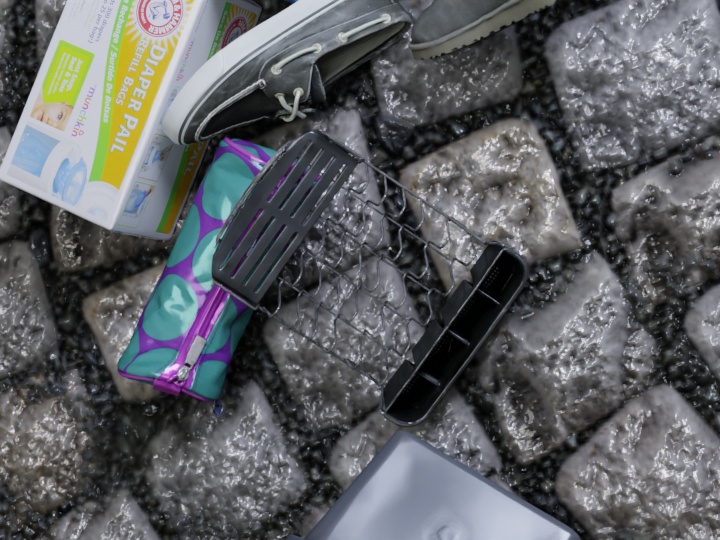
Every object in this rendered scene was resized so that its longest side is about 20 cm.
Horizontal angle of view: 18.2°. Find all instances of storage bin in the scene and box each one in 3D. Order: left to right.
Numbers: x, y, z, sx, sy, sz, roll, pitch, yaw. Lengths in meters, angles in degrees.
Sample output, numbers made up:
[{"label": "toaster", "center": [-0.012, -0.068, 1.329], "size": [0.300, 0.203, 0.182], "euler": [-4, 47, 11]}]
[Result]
[{"label": "storage bin", "center": [0.059, 0.218, 1.594], "size": [0.200, 0.146, 0.134], "euler": [30, 70, 21]}]

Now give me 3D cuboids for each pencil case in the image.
[{"label": "pencil case", "center": [-0.104, 0.002, 1.683], "size": [0.085, 0.092, 0.200], "euler": [23, 94, -18]}]

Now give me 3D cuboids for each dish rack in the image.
[{"label": "dish rack", "center": [0.000, 0.000, 1.620], "size": [0.200, 0.055, 0.153], "euler": [33, 98, -14]}]

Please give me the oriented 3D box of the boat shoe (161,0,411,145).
[{"label": "boat shoe", "center": [-0.054, -0.147, 1.661], "size": [0.200, 0.071, 0.064], "euler": [-36, 73, -7]}]

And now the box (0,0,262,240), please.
[{"label": "box", "center": [-0.174, -0.137, 1.715], "size": [0.112, 0.101, 0.200], "euler": [23, 95, 21]}]

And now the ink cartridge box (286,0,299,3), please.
[{"label": "ink cartridge box", "center": [-0.130, -0.265, 1.700], "size": [0.200, 0.116, 0.067], "euler": [22, 95, 22]}]

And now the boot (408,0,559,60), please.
[{"label": "boot", "center": [0.065, -0.265, 1.601], "size": [0.182, 0.073, 0.200], "euler": [-24, 98, 42]}]
